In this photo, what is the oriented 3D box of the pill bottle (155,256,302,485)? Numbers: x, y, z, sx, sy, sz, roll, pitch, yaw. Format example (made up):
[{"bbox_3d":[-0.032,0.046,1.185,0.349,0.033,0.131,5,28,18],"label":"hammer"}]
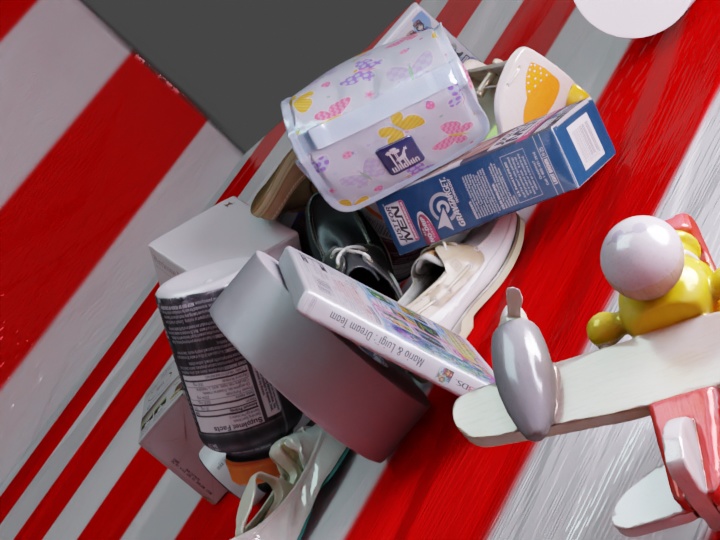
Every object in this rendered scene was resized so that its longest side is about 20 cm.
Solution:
[{"bbox_3d":[-0.116,0.097,1.428,0.105,0.202,0.106,-15,13,4],"label":"pill bottle"}]

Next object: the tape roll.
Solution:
[{"bbox_3d":[-0.034,0.073,1.294,0.066,0.200,0.200,-48,12,3],"label":"tape roll"}]

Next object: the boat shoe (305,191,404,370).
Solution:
[{"bbox_3d":[0.000,0.000,1.446,0.071,0.201,0.068,-20,-26,-6],"label":"boat shoe"}]

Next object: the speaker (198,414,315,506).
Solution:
[{"bbox_3d":[-0.071,0.134,1.526,0.200,0.081,0.081,-49,12,1],"label":"speaker"}]

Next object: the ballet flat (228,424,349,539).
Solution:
[{"bbox_3d":[-0.063,0.190,1.368,0.069,0.069,0.201,-36,18,47],"label":"ballet flat"}]

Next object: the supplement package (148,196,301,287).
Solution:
[{"bbox_3d":[-0.124,0.047,1.580,0.117,0.202,0.117,-31,39,-27],"label":"supplement package"}]

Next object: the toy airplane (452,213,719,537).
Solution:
[{"bbox_3d":[0.165,0.040,0.812,0.200,0.142,0.199,-39,28,-19],"label":"toy airplane"}]

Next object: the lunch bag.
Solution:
[{"bbox_3d":[0.023,-0.139,1.377,0.168,0.128,0.200,-26,3,5],"label":"lunch bag"}]

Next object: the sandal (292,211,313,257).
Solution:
[{"bbox_3d":[-0.034,0.014,1.581,0.043,0.202,0.076,-22,44,-20],"label":"sandal"}]

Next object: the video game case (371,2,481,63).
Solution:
[{"bbox_3d":[0.060,-0.181,1.775,0.200,0.182,0.022,-47,28,12],"label":"video game case"}]

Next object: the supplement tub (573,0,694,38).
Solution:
[{"bbox_3d":[0.276,-0.327,1.520,0.145,0.144,0.201,-42,14,29],"label":"supplement tub"}]

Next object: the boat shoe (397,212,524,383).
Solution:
[{"bbox_3d":[0.084,0.005,1.387,0.075,0.068,0.201,-31,22,55],"label":"boat shoe"}]

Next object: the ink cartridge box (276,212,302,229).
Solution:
[{"bbox_3d":[-0.053,-0.032,1.706,0.047,0.201,0.198,-13,27,24],"label":"ink cartridge box"}]

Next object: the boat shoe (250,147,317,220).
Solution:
[{"bbox_3d":[-0.053,-0.095,1.577,0.071,0.064,0.200,-49,2,31],"label":"boat shoe"}]

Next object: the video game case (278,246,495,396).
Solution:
[{"bbox_3d":[0.022,0.045,1.222,0.024,0.181,0.200,-61,11,6],"label":"video game case"}]

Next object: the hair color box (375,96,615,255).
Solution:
[{"bbox_3d":[0.121,-0.085,1.378,0.199,0.061,0.100,-21,9,35],"label":"hair color box"}]

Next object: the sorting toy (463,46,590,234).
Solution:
[{"bbox_3d":[0.136,-0.119,1.536,0.181,0.106,0.200,-63,11,-1],"label":"sorting toy"}]

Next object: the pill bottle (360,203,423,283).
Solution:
[{"bbox_3d":[0.024,-0.053,1.586,0.115,0.114,0.200,-57,-3,-33],"label":"pill bottle"}]

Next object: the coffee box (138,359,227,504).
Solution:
[{"bbox_3d":[-0.186,0.174,1.745,0.080,0.113,0.200,-48,13,5],"label":"coffee box"}]
